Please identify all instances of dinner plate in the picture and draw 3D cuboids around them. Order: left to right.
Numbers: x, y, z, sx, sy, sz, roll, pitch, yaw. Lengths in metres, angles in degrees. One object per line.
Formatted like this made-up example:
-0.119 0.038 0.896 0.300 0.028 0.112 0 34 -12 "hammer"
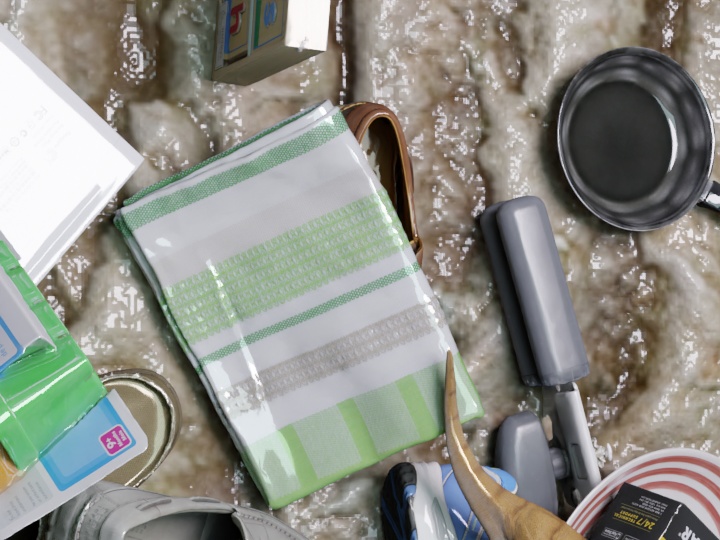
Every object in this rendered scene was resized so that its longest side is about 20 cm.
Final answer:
0.172 0.203 1.361 0.200 0.024 0.201 -8 104 -35 "dinner plate"

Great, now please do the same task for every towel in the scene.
-0.035 0.022 1.270 0.149 0.031 0.200 -25 96 15 "towel"

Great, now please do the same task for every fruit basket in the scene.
-0.234 0.079 1.148 0.200 0.185 0.094 -29 141 -14 "fruit basket"

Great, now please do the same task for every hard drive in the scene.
-0.235 -0.081 1.240 0.200 0.027 0.132 44 72 -14 "hard drive"

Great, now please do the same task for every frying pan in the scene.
0.203 -0.076 1.413 0.189 0.031 0.115 10 83 -24 "frying pan"

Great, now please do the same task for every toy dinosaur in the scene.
0.090 0.152 1.256 0.200 0.060 0.106 40 83 5 "toy dinosaur"

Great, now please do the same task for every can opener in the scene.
0.106 0.056 1.353 0.066 0.053 0.201 -11 90 -21 "can opener"

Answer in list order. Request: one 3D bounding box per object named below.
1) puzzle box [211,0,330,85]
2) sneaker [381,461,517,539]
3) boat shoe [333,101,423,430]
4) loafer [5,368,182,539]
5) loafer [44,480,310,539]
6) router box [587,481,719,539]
-0.047 -0.212 1.268 0.025 0.133 0.201 6 84 -21 "puzzle box"
0.066 0.209 1.312 0.077 0.076 0.201 -6 90 -18 "sneaker"
0.000 0.000 1.306 0.072 0.068 0.201 0 86 -22 "boat shoe"
-0.178 0.120 1.225 0.200 0.067 0.076 -33 98 -21 "loafer"
-0.083 0.160 1.233 0.200 0.070 0.070 18 85 -45 "loafer"
0.184 0.246 1.331 0.200 0.052 0.157 44 73 -35 "router box"
